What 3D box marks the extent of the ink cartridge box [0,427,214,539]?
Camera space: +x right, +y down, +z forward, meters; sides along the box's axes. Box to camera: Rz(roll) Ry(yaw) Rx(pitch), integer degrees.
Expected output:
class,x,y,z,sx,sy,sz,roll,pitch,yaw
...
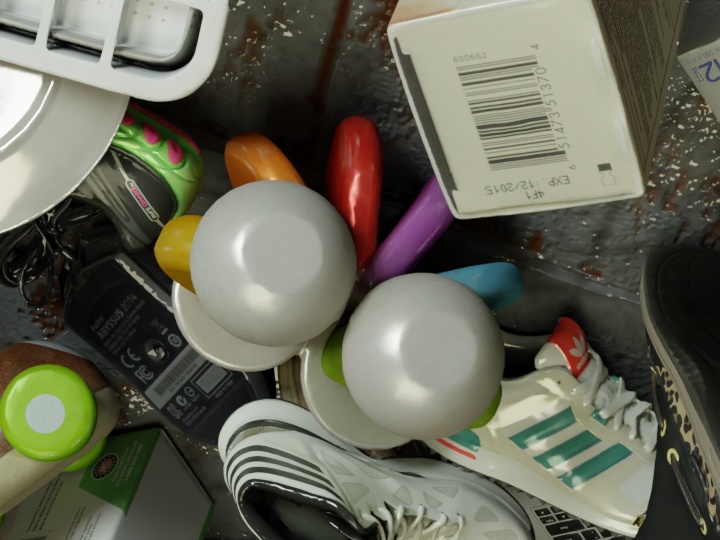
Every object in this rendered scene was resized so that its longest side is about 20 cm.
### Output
class,x,y,z,sx,sy,sz,roll,pitch,yaw
ink cartridge box,-0.215,0.194,1.186,0.200,0.145,0.084,-13,126,26

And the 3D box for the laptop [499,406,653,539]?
class,x,y,z,sx,sy,sz,roll,pitch,yaw
laptop,0.186,0.193,1.080,0.187,0.116,0.200,-18,122,29

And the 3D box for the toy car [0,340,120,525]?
class,x,y,z,sx,sy,sz,roll,pitch,yaw
toy car,-0.257,0.056,1.090,0.200,0.158,0.164,53,171,4

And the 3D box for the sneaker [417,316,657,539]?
class,x,y,z,sx,sy,sz,roll,pitch,yaw
sneaker,0.126,0.082,1.025,0.199,0.070,0.094,20,123,16

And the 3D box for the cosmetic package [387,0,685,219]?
class,x,y,z,sx,sy,sz,roll,pitch,yaw
cosmetic package,0.085,-0.124,0.789,0.087,0.200,0.104,-7,125,23

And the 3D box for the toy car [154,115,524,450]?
class,x,y,z,sx,sy,sz,roll,pitch,yaw
toy car,0.000,0.000,0.962,0.200,0.150,0.175,32,166,-5

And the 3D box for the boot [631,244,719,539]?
class,x,y,z,sx,sy,sz,roll,pitch,yaw
boot,0.174,0.097,0.944,0.073,0.200,0.151,1,130,-13

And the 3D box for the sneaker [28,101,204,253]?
class,x,y,z,sx,sy,sz,roll,pitch,yaw
sneaker,-0.184,-0.073,0.976,0.200,0.077,0.084,29,102,7

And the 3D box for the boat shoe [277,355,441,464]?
class,x,y,z,sx,sy,sz,roll,pitch,yaw
boat shoe,0.021,0.111,1.100,0.064,0.071,0.200,-24,125,22

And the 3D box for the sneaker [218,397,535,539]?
class,x,y,z,sx,sy,sz,roll,pitch,yaw
sneaker,0.013,0.151,1.014,0.200,0.115,0.076,23,111,-15

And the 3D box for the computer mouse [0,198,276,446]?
class,x,y,z,sx,sy,sz,roll,pitch,yaw
computer mouse,-0.119,0.018,1.078,0.200,0.053,0.138,46,130,-6

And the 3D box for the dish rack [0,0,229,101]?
class,x,y,z,sx,sy,sz,roll,pitch,yaw
dish rack,-0.130,-0.194,0.866,0.171,0.044,0.200,16,108,5

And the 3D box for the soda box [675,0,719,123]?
class,x,y,z,sx,sy,sz,roll,pitch,yaw
soda box,0.248,-0.127,0.826,0.200,0.064,0.068,-24,117,32

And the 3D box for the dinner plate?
class,x,y,z,sx,sy,sz,roll,pitch,yaw
dinner plate,-0.213,-0.115,0.925,0.200,0.024,0.201,0,90,4
